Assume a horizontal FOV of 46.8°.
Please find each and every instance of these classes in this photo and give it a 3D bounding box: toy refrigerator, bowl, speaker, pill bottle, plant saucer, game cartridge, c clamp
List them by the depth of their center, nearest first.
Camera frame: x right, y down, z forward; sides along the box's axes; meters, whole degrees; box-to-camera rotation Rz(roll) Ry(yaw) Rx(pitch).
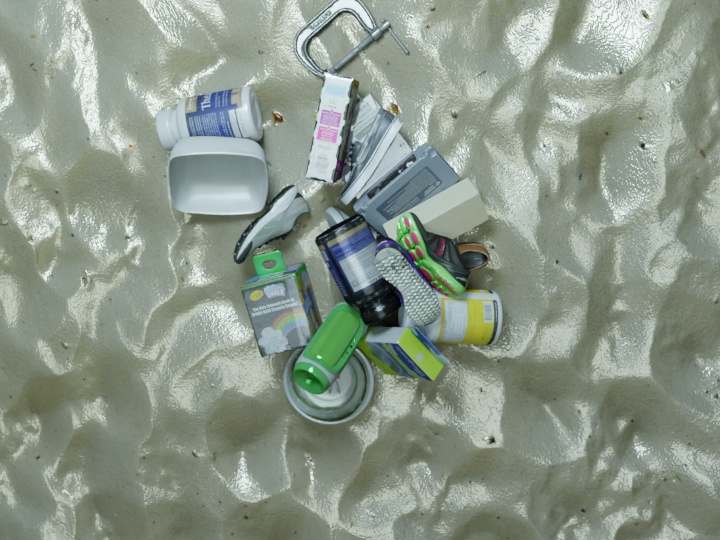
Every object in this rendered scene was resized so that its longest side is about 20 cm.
[{"bbox_3d":[0.000,0.000,1.650,0.111,0.112,0.202,-26,98,9],"label":"pill bottle"},{"bbox_3d":[-0.055,0.150,1.673,0.088,0.201,0.089,20,141,18],"label":"speaker"},{"bbox_3d":[-0.284,-0.199,1.679,0.197,0.200,0.075,1,59,-8],"label":"bowl"},{"bbox_3d":[-0.029,-0.457,1.679,0.199,0.027,0.172,-32,97,9],"label":"c clamp"},{"bbox_3d":[0.097,-0.156,1.685,0.199,0.042,0.133,-39,140,13],"label":"game cartridge"},{"bbox_3d":[-0.306,-0.301,1.688,0.198,0.111,0.112,-9,100,6],"label":"pill bottle"},{"bbox_3d":[0.152,-0.100,1.692,0.199,0.070,0.076,-30,130,3],"label":"toy refrigerator"},{"bbox_3d":[0.182,0.093,1.704,0.197,0.112,0.113,3,102,-11],"label":"pill bottle"},{"bbox_3d":[-0.067,0.233,1.801,0.197,0.050,0.203,1,103,4],"label":"plant saucer"}]

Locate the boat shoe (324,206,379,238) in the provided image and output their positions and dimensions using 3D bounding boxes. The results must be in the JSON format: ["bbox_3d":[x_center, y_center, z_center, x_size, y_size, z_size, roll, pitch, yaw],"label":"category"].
[{"bbox_3d":[0.007,-0.061,1.740,0.070,0.071,0.200,-40,92,-17],"label":"boat shoe"}]

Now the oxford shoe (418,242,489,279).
[{"bbox_3d":[0.170,-0.020,1.715,0.198,0.071,0.072,-11,101,0],"label":"oxford shoe"}]

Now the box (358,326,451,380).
[{"bbox_3d":[0.081,0.167,1.697,0.122,0.199,0.048,46,66,-22],"label":"box"}]

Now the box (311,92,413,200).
[{"bbox_3d":[0.021,-0.236,1.711,0.155,0.041,0.201,-37,95,11],"label":"box"}]

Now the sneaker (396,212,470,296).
[{"bbox_3d":[0.143,-0.039,1.642,0.200,0.076,0.084,51,58,-18],"label":"sneaker"}]

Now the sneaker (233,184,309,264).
[{"bbox_3d":[-0.185,-0.085,1.722,0.200,0.074,0.079,-46,106,-8],"label":"sneaker"}]

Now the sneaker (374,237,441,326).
[{"bbox_3d":[0.092,0.013,1.608,0.069,0.100,0.201,-28,118,11],"label":"sneaker"}]

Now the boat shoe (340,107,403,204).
[{"bbox_3d":[0.006,-0.228,1.657,0.067,0.072,0.201,32,100,-4],"label":"boat shoe"}]

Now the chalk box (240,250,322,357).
[{"bbox_3d":[-0.168,0.059,1.742,0.123,0.124,0.202,-13,99,9],"label":"chalk box"}]

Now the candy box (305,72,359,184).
[{"bbox_3d":[-0.053,-0.276,1.620,0.060,0.136,0.202,11,101,3],"label":"candy box"}]

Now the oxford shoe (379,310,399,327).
[{"bbox_3d":[0.056,0.077,1.758,0.200,0.073,0.085,42,95,-14],"label":"oxford shoe"}]
